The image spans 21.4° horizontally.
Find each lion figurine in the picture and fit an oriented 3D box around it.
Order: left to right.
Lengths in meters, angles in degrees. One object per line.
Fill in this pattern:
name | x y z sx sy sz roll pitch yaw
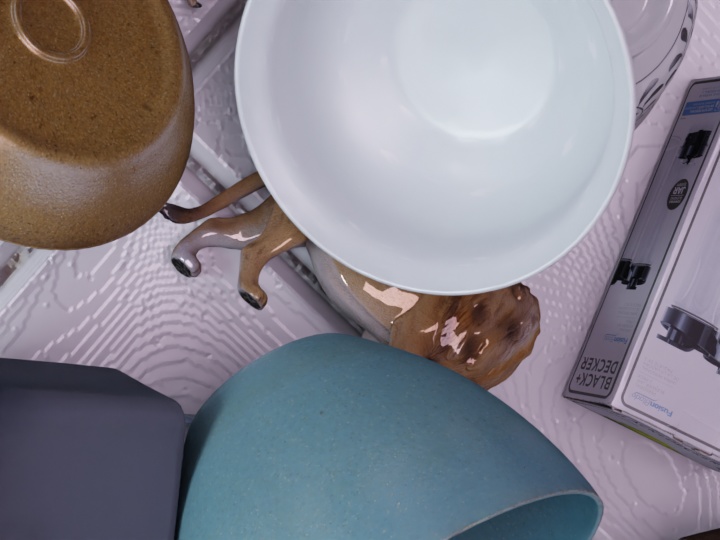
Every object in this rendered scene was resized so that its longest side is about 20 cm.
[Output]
lion figurine | 0.000 0.000 0.983 0.200 0.072 0.123 46 69 -12

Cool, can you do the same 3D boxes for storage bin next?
storage bin | -0.152 0.127 0.825 0.134 0.145 0.201 0 99 -32

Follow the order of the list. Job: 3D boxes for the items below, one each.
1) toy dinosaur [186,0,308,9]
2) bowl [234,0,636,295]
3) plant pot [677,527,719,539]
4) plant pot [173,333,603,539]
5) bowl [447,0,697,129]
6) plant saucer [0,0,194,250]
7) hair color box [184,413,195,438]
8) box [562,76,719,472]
toy dinosaur | -0.038 -0.184 0.959 0.199 0.058 0.102 -3 101 -14
bowl | 0.045 -0.097 0.928 0.200 0.090 0.202 8 114 18
plant pot | 0.268 0.208 1.051 0.199 0.187 0.188 8 89 -6
plant pot | -0.008 0.109 0.872 0.199 0.200 0.135 -26 65 -18
bowl | 0.108 -0.150 1.006 0.199 0.094 0.202 -1 93 -21
plant saucer | -0.152 -0.109 0.885 0.199 0.035 0.201 20 57 -33
hair color box | -0.033 0.128 0.979 0.199 0.061 0.100 5 90 -21
box | 0.207 0.005 1.067 0.116 0.060 0.201 24 83 -20
